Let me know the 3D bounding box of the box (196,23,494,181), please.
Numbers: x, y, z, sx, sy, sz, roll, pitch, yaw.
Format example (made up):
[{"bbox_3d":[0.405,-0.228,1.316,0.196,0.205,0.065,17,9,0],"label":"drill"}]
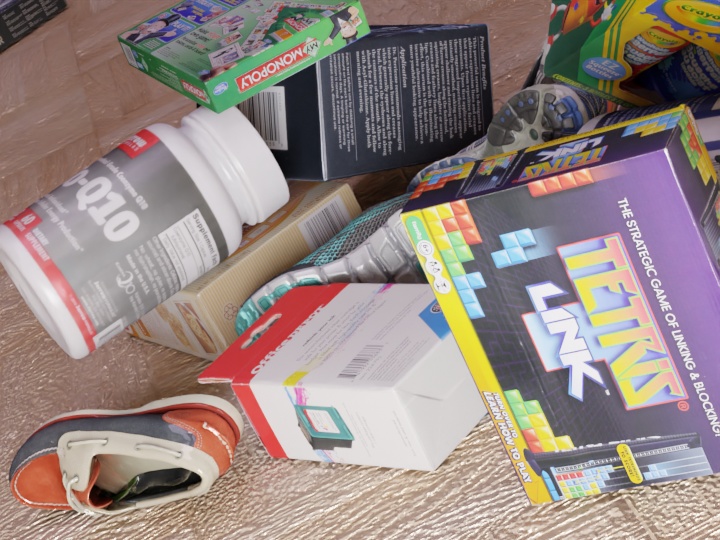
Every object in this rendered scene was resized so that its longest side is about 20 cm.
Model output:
[{"bbox_3d":[-0.011,-0.138,1.725,0.148,0.108,0.199,5,13,45],"label":"box"}]

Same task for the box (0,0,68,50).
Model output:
[{"bbox_3d":[-0.512,-0.321,2.880,0.200,0.044,0.160,-39,24,-27],"label":"box"}]

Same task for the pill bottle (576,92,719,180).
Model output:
[{"bbox_3d":[0.204,-0.054,1.405,0.199,0.111,0.111,-7,29,39],"label":"pill bottle"}]

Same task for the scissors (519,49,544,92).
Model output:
[{"bbox_3d":[0.120,-0.118,1.610,0.073,0.014,0.200,-19,-22,-30],"label":"scissors"}]

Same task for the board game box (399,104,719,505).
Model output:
[{"bbox_3d":[0.136,0.025,1.189,0.164,0.201,0.057,-13,24,31],"label":"board game box"}]

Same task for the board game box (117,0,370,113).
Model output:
[{"bbox_3d":[-0.093,-0.181,1.640,0.134,0.029,0.200,-29,26,-15],"label":"board game box"}]

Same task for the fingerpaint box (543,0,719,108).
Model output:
[{"bbox_3d":[0.247,-0.151,1.396,0.167,0.199,0.074,-29,47,58],"label":"fingerpaint box"}]

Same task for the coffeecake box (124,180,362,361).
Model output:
[{"bbox_3d":[-0.101,-0.007,1.693,0.153,0.073,0.200,-38,24,-23],"label":"coffeecake box"}]

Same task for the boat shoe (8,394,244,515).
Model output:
[{"bbox_3d":[-0.169,0.136,1.466,0.199,0.071,0.063,-15,35,32],"label":"boat shoe"}]

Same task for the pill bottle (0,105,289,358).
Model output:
[{"bbox_3d":[-0.160,-0.036,1.576,0.200,0.114,0.114,-36,23,-13],"label":"pill bottle"}]

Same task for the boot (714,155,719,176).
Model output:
[{"bbox_3d":[0.224,-0.006,1.219,0.203,0.154,0.074,-13,26,31],"label":"boot"}]

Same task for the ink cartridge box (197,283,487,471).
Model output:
[{"bbox_3d":[-0.001,0.067,1.425,0.199,0.068,0.116,0,35,47],"label":"ink cartridge box"}]

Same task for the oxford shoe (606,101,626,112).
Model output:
[{"bbox_3d":[0.217,-0.121,1.592,0.071,0.072,0.201,106,-171,-60],"label":"oxford shoe"}]

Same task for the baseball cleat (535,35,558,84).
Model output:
[{"bbox_3d":[0.208,-0.177,1.726,0.199,0.070,0.107,-16,-26,-35],"label":"baseball cleat"}]

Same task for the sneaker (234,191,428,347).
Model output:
[{"bbox_3d":[0.000,0.000,1.553,0.199,0.078,0.091,-28,17,16],"label":"sneaker"}]

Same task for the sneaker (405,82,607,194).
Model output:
[{"bbox_3d":[0.113,-0.075,1.572,0.085,0.077,0.200,-30,-5,-44],"label":"sneaker"}]
